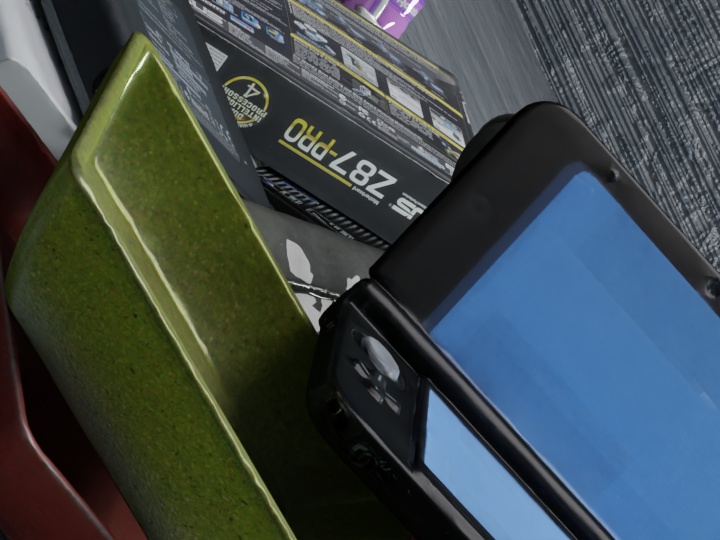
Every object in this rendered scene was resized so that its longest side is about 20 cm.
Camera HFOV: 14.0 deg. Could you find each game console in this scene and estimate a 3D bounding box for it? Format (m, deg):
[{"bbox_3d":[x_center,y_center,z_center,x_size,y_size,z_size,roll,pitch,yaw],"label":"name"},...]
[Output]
[{"bbox_3d":[0.090,0.060,1.027,0.200,0.116,0.176,47,12,-9],"label":"game console"}]

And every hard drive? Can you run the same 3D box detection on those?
[{"bbox_3d":[-0.131,-0.101,1.192,0.132,0.027,0.200,55,13,-43],"label":"hard drive"},{"bbox_3d":[-0.100,-0.112,1.206,0.200,0.033,0.140,68,10,26],"label":"hard drive"}]

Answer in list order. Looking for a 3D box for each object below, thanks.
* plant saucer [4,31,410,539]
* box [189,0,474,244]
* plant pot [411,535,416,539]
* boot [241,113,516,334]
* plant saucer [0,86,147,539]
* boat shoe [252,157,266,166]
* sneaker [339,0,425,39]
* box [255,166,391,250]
[{"bbox_3d":[-0.052,0.036,0.946,0.200,0.048,0.200,61,9,-13],"label":"plant saucer"},{"bbox_3d":[-0.034,-0.098,1.408,0.200,0.049,0.161,31,22,-20],"label":"box"},{"bbox_3d":[0.095,0.179,1.193,0.200,0.199,0.180,45,34,-62],"label":"plant pot"},{"bbox_3d":[0.001,-0.002,1.198,0.200,0.073,0.182,15,61,-34],"label":"boot"},{"bbox_3d":[-0.084,0.058,0.969,0.200,0.037,0.200,56,11,-39],"label":"plant saucer"},{"bbox_3d":[-0.060,-0.119,1.524,0.200,0.076,0.072,64,-2,-18],"label":"boat shoe"},{"bbox_3d":[-0.007,-0.104,1.618,0.201,0.114,0.073,67,8,17],"label":"sneaker"},{"bbox_3d":[0.025,0.021,1.380,0.193,0.048,0.200,33,6,5],"label":"box"}]
